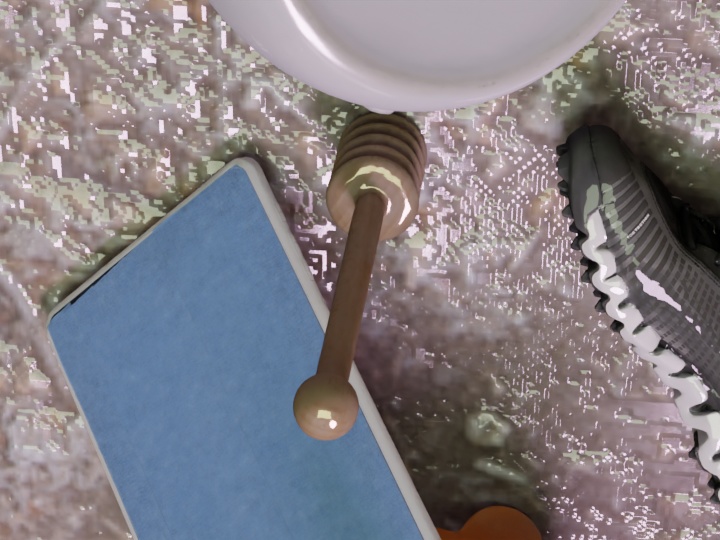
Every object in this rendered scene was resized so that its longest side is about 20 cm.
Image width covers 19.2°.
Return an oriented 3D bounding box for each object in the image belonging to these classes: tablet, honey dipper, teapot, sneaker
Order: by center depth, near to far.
[{"bbox_3d":[0.005,-0.161,0.735,0.197,0.146,0.201,23,100,-35],"label":"teapot"},{"bbox_3d":[0.000,0.000,0.785,0.038,0.200,0.038,2,120,4],"label":"honey dipper"},{"bbox_3d":[0.150,0.013,0.854,0.090,0.067,0.201,-25,117,16],"label":"sneaker"},{"bbox_3d":[-0.050,0.068,0.863,0.130,0.014,0.201,-37,66,25],"label":"tablet"}]

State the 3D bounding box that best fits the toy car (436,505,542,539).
[{"bbox_3d":[0.037,0.181,0.887,0.176,0.201,0.185,21,137,-15],"label":"toy car"}]
